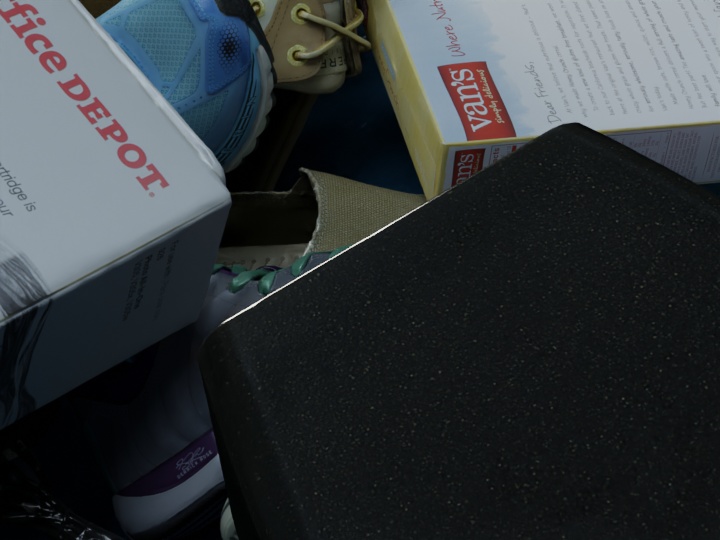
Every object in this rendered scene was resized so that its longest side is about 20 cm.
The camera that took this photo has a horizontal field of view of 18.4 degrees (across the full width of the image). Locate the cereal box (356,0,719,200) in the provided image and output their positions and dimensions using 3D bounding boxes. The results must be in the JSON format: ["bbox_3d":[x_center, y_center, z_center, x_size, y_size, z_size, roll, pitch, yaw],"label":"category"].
[{"bbox_3d":[0.107,-0.092,0.906,0.199,0.040,0.144,-5,45,-13],"label":"cereal box"}]

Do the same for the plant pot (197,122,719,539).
[{"bbox_3d":[0.059,0.081,0.658,0.199,0.200,0.178,-30,63,-13],"label":"plant pot"}]

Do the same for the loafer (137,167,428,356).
[{"bbox_3d":[0.000,0.000,0.866,0.199,0.068,0.076,-8,47,8],"label":"loafer"}]

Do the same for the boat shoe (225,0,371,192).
[{"bbox_3d":[-0.031,-0.094,0.900,0.066,0.200,0.074,44,34,24],"label":"boat shoe"}]

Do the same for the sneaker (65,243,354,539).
[{"bbox_3d":[-0.024,0.014,0.803,0.200,0.074,0.088,-36,79,10],"label":"sneaker"}]

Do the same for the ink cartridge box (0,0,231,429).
[{"bbox_3d":[-0.165,-0.011,0.740,0.200,0.084,0.146,-29,67,-29],"label":"ink cartridge box"}]

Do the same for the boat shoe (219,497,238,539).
[{"bbox_3d":[0.046,0.065,0.795,0.199,0.075,0.062,-16,41,-7],"label":"boat shoe"}]

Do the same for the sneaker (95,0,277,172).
[{"bbox_3d":[-0.111,-0.051,0.869,0.090,0.200,0.079,-17,74,-50],"label":"sneaker"}]

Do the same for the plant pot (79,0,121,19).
[{"bbox_3d":[-0.094,-0.159,0.978,0.199,0.187,0.187,0,47,-4],"label":"plant pot"}]

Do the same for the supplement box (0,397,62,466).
[{"bbox_3d":[-0.218,0.069,0.831,0.086,0.110,0.200,24,58,31],"label":"supplement box"}]

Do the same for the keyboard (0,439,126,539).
[{"bbox_3d":[-0.112,0.137,0.767,0.200,0.021,0.127,30,67,15],"label":"keyboard"}]
